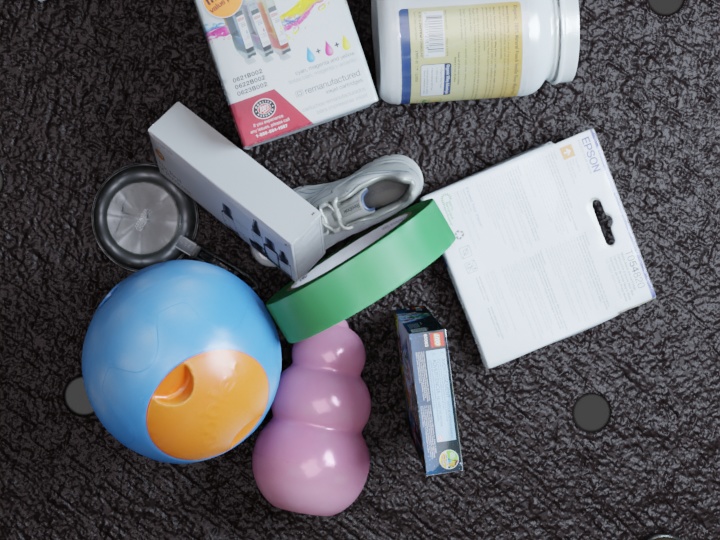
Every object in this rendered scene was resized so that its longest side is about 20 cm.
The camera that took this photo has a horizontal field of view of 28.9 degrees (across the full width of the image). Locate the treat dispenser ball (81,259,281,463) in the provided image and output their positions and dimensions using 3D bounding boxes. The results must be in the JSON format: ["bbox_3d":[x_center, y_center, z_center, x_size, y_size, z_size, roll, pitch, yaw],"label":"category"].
[{"bbox_3d":[-0.178,0.091,1.400,0.198,0.201,0.204,0,95,-3],"label":"treat dispenser ball"}]

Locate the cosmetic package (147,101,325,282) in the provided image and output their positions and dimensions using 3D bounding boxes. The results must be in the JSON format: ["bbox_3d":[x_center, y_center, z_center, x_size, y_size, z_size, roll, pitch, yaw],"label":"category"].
[{"bbox_3d":[-0.125,-0.079,1.405,0.199,0.083,0.051,38,67,19],"label":"cosmetic package"}]

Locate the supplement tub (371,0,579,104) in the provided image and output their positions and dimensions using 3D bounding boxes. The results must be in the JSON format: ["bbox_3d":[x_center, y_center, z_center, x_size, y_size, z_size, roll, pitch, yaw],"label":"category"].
[{"bbox_3d":[0.113,-0.246,1.412,0.197,0.144,0.146,-4,95,-2],"label":"supplement tub"}]

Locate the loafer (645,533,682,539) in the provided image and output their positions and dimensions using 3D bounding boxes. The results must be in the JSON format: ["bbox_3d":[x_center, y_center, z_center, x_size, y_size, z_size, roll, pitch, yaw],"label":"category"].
[{"bbox_3d":[0.334,0.389,1.515,0.072,0.071,0.203,0,95,-3],"label":"loafer"}]

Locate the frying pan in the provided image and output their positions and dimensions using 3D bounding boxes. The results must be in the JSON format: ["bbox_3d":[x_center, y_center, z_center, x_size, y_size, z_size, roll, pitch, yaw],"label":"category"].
[{"bbox_3d":[-0.207,-0.025,1.477,0.114,0.031,0.191,-36,93,1],"label":"frying pan"}]

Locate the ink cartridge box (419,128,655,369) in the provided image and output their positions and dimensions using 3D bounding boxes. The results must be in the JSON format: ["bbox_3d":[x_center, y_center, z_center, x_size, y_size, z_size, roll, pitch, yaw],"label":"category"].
[{"bbox_3d":[0.188,-0.024,1.487,0.198,0.041,0.202,-21,96,-1],"label":"ink cartridge box"}]

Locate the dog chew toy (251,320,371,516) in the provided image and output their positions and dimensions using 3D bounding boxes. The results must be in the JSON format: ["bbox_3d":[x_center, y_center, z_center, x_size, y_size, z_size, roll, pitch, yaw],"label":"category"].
[{"bbox_3d":[-0.044,0.149,1.456,0.123,0.125,0.203,9,87,-3],"label":"dog chew toy"}]

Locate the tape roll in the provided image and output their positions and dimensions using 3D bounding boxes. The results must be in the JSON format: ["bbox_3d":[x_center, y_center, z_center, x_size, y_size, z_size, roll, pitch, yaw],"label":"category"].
[{"bbox_3d":[0.000,0.000,1.400,0.199,0.200,0.048,-33,96,1],"label":"tape roll"}]

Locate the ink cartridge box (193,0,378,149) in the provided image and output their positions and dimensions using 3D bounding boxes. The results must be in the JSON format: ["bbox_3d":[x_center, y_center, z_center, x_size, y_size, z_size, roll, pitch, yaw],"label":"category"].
[{"bbox_3d":[-0.081,-0.240,1.403,0.144,0.145,0.202,-19,95,0],"label":"ink cartridge box"}]

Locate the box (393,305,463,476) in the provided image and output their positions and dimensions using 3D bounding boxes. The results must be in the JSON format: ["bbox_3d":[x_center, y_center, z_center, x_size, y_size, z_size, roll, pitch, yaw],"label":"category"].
[{"bbox_3d":[0.067,0.116,1.413,0.037,0.200,0.138,-8,96,-2],"label":"box"}]

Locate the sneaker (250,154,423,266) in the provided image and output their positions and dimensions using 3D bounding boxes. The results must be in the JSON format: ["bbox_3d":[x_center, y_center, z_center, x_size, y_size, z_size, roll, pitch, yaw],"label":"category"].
[{"bbox_3d":[-0.027,-0.063,1.451,0.199,0.087,0.075,-29,98,1],"label":"sneaker"}]
